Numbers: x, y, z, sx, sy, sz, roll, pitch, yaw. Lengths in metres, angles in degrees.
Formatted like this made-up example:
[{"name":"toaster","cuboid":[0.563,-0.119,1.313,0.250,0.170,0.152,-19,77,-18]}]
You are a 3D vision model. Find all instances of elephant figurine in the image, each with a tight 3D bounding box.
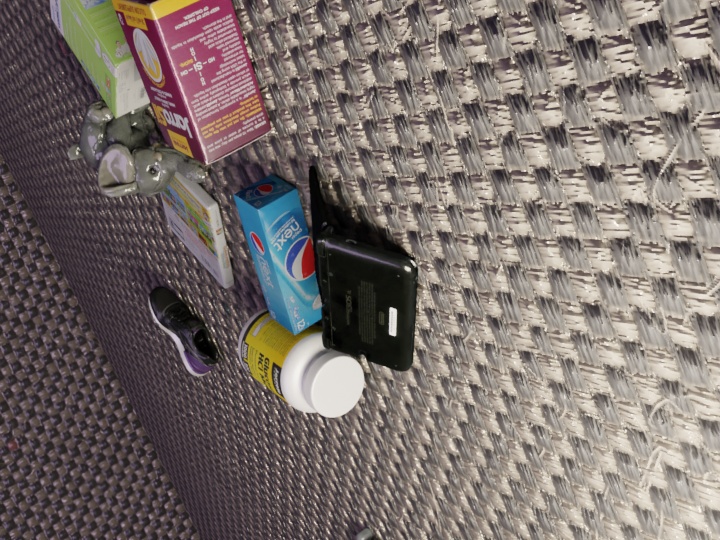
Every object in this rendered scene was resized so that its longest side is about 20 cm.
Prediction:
[{"name":"elephant figurine","cuboid":[-0.352,-0.169,1.518,0.201,0.140,0.155,58,151,14]}]

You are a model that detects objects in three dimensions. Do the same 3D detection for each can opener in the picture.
[{"name":"can opener","cuboid":[0.002,0.522,1.714,0.053,0.066,0.201,48,149,27]}]

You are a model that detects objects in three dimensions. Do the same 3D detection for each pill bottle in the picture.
[{"name":"pill bottle","cuboid":[-0.082,0.129,1.356,0.199,0.112,0.114,24,139,54]}]

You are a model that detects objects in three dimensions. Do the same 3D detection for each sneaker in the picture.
[{"name":"sneaker","cuboid":[-0.345,0.109,1.943,0.201,0.075,0.087,56,142,1]}]

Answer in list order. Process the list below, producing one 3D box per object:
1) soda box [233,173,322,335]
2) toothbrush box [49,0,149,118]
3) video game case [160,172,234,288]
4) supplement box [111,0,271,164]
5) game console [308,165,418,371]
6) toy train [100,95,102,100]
[{"name":"soda box","cuboid":[-0.102,-0.019,1.285,0.068,0.064,0.202,31,144,47]},{"name":"toothbrush box","cuboid":[-0.372,-0.352,1.418,0.201,0.085,0.146,54,156,11]},{"name":"video game case","cuboid":[-0.281,-0.091,1.618,0.200,0.023,0.184,43,152,36]},{"name":"supplement box","cuboid":[-0.204,-0.250,1.174,0.130,0.103,0.202,26,141,51]},{"name":"game console","cuboid":[0.000,0.000,1.160,0.173,0.117,0.202,17,142,15]},{"name":"toy train","cuboid":[-0.429,-0.286,1.670,0.200,0.041,0.057,-22,88,67]}]
